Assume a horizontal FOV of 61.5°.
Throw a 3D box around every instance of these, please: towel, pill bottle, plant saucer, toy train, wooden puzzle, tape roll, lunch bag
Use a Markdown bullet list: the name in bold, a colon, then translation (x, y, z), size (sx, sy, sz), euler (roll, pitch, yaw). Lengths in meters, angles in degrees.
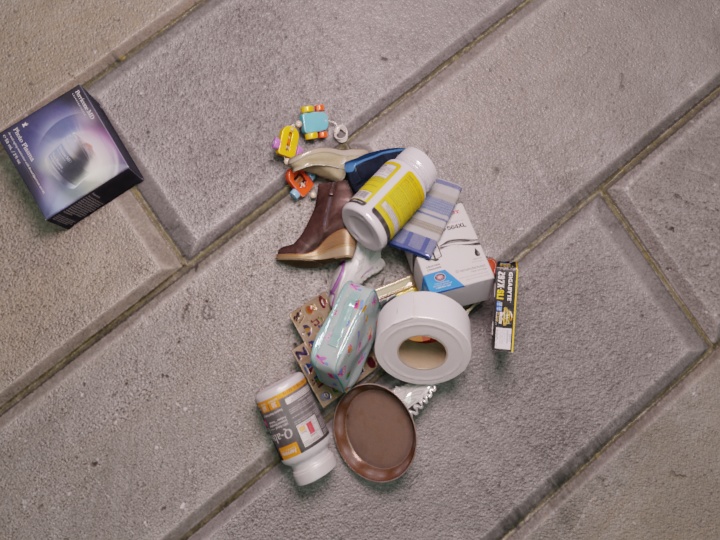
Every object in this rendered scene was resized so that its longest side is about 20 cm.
- **towel**: translation (0.119, -0.123, 1.280), size (0.143, 0.024, 0.204), euler (18, 61, 18)
- **pill bottle**: translation (-0.130, 0.326, 1.251), size (0.113, 0.116, 0.205), euler (-24, 87, -6)
- **pill bottle**: translation (0.062, -0.148, 1.219), size (0.114, 0.114, 0.200), euler (43, 68, 0)
- **plant saucer**: translation (0.033, 0.335, 1.267), size (0.194, 0.034, 0.209), euler (3, 96, 26)
- **toy train**: translation (-0.121, -0.264, 1.334), size (0.150, 0.055, 0.203), euler (44, 71, -27)
- **wooden puzzle**: translation (0.122, 0.106, 1.329), size (0.194, 0.037, 0.191), euler (-20, 87, -6)
- **tape roll**: translation (0.125, 0.138, 1.217), size (0.195, 0.206, 0.072), euler (13, 43, -3)
- **lunch bag**: translation (-0.027, 0.128, 1.226), size (0.075, 0.162, 0.204), euler (16, 65, 21)

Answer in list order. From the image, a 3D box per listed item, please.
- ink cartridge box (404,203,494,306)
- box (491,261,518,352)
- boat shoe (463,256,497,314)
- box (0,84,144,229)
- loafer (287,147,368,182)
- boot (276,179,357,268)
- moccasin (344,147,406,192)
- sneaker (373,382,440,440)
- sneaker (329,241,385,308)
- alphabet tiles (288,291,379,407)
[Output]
- **ink cartridge box**: translation (0.178, -0.027, 1.275), size (0.141, 0.085, 0.205), euler (-13, 56, -6)
- **box**: translation (0.299, 0.068, 1.253), size (0.047, 0.200, 0.166), euler (2, 94, 14)
- **boat shoe**: translation (0.240, 0.041, 1.315), size (0.071, 0.062, 0.200), euler (46, 68, -3)
- **box**: translation (-0.594, -0.233, 1.254), size (0.195, 0.123, 0.203), euler (-33, 89, -8)
- **loafer**: translation (-0.062, -0.223, 1.296), size (0.194, 0.075, 0.071), euler (-9, 93, -30)
- **boot**: translation (-0.090, -0.099, 1.302), size (0.193, 0.072, 0.173), euler (-6, 73, 23)
- **moccasin**: translation (0.034, -0.218, 1.304), size (0.197, 0.079, 0.071), euler (-26, 111, -40)
- **sneaker**: translation (0.105, 0.269, 1.301), size (0.081, 0.075, 0.201), euler (39, 83, 8)
- **sneaker**: translation (0.000, 0.000, 1.305), size (0.098, 0.075, 0.205), euler (27, 84, -15)
- **alphabet tiles**: translation (-0.066, 0.158, 1.295), size (0.165, 0.008, 0.204), euler (-30, 88, -28)
